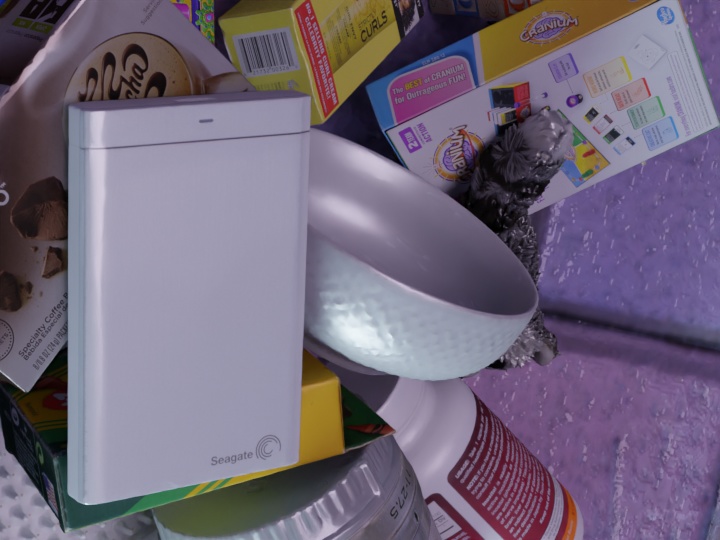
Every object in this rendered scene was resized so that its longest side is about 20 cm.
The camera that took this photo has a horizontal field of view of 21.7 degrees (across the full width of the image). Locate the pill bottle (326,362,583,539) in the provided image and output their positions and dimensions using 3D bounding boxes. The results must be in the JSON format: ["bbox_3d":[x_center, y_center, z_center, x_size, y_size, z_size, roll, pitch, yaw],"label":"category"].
[{"bbox_3d":[0.053,0.138,1.260,0.113,0.113,0.200,-51,121,-14],"label":"pill bottle"}]

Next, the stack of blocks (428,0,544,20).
[{"bbox_3d":[0.081,-0.266,1.202,0.058,0.115,0.201,-23,110,-28],"label":"stack of blocks"}]

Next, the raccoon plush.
[{"bbox_3d":[0.111,-0.004,1.233,0.134,0.097,0.200,10,136,-47],"label":"raccoon plush"}]

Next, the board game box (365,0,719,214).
[{"bbox_3d":[0.121,-0.106,1.210,0.199,0.040,0.153,-25,144,7],"label":"board game box"}]

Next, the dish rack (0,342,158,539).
[{"bbox_3d":[-0.178,0.135,1.151,0.171,0.043,0.201,-28,113,-25],"label":"dish rack"}]

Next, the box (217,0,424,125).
[{"bbox_3d":[-0.019,-0.153,1.133,0.200,0.050,0.076,-51,130,-58],"label":"box"}]

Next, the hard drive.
[{"bbox_3d":[-0.087,0.012,0.963,0.131,0.027,0.201,-8,107,-35],"label":"hard drive"}]

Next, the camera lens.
[{"bbox_3d":[-0.024,0.193,1.143,0.160,0.160,0.201,-35,118,-23],"label":"camera lens"}]

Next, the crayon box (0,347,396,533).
[{"bbox_3d":[-0.095,0.077,1.077,0.199,0.127,0.051,-14,113,-22],"label":"crayon box"}]

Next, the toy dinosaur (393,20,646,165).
[{"bbox_3d":[0.106,-0.115,1.294,0.199,0.058,0.102,-5,116,-24],"label":"toy dinosaur"}]

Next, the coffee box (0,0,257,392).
[{"bbox_3d":[-0.163,-0.054,0.958,0.113,0.080,0.200,45,75,-33],"label":"coffee box"}]

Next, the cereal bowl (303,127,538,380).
[{"bbox_3d":[0.000,0.000,1.106,0.199,0.200,0.084,18,114,-34],"label":"cereal bowl"}]

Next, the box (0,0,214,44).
[{"bbox_3d":[-0.191,-0.095,1.053,0.192,0.122,0.201,-6,103,-32],"label":"box"}]
